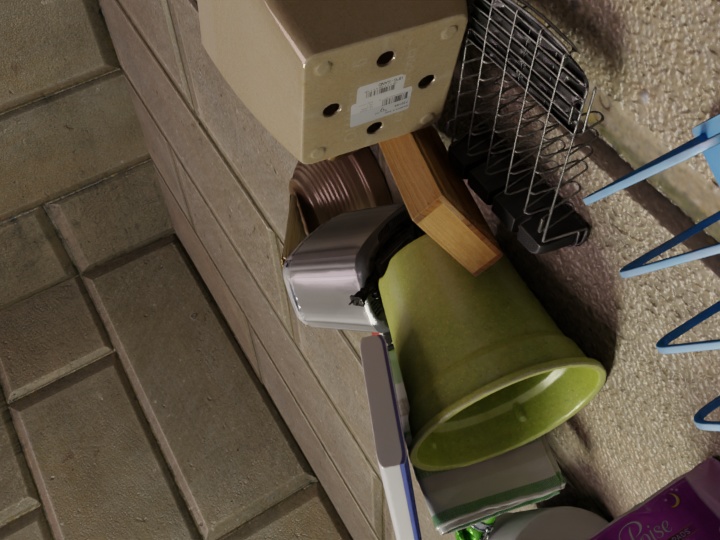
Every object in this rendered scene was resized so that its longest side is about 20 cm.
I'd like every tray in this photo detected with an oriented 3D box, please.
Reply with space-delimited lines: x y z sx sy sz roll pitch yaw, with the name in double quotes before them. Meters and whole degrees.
"tray" 0.062 -0.094 0.719 0.098 0.037 0.201 37 -156 -39

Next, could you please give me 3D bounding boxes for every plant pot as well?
"plant pot" -0.039 -0.099 1.080 0.202 0.092 0.202 55 161 29
"plant pot" 0.106 0.066 0.761 0.201 0.198 0.186 92 158 -57
"plant pot" -0.017 -0.211 0.638 0.201 0.197 0.179 100 147 -63

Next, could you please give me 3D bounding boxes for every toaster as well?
"toaster" 0.000 0.000 0.899 0.128 0.200 0.115 -3 117 35

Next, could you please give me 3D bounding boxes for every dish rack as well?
"dish rack" 0.131 -0.119 0.620 0.154 0.054 0.201 52 157 32

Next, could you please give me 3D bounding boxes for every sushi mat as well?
"sushi mat" -0.078 -0.020 0.997 0.201 0.012 0.097 -94 -14 -62

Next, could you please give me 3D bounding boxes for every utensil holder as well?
"utensil holder" 0.203 0.361 0.891 0.171 0.168 0.200 59 161 14

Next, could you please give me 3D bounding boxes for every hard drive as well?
"hard drive" 0.032 0.175 0.731 0.202 0.025 0.133 79 -179 -46

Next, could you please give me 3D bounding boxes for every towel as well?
"towel" 0.117 0.160 0.829 0.031 0.147 0.202 97 156 -66

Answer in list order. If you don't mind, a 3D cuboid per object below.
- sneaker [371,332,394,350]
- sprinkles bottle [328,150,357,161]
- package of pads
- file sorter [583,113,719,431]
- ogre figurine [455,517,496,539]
"sneaker" 0.046 0.087 1.155 0.202 0.076 0.086 97 155 -49
"sprinkles bottle" -0.054 -0.240 0.967 0.202 0.068 0.068 63 163 1
"package of pads" 0.231 0.245 0.591 0.121 0.198 0.076 51 164 44
"file sorter" 0.227 0.011 0.399 0.202 0.121 0.139 64 162 2
"ogre figurine" 0.145 0.204 0.903 0.097 0.201 0.120 32 141 -7
